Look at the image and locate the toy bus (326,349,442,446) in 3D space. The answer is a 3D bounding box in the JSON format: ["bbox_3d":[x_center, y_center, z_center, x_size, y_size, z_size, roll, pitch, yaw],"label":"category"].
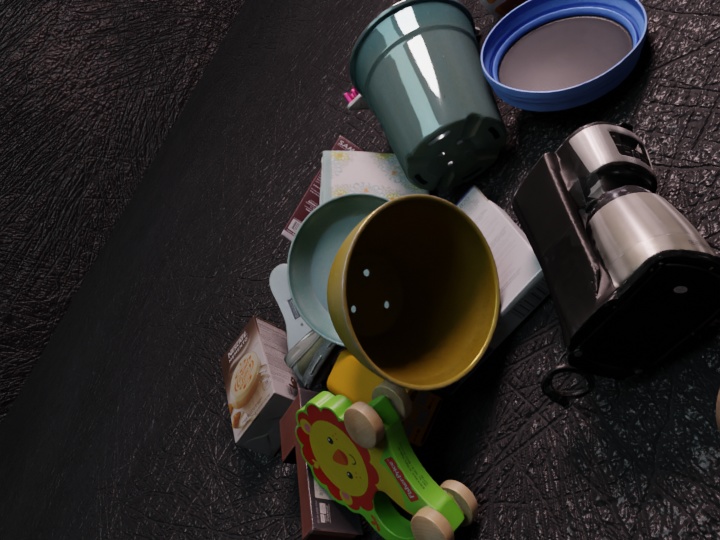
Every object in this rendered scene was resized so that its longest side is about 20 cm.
[{"bbox_3d":[0.020,0.157,0.775,0.199,0.078,0.066,17,80,57],"label":"toy bus"}]

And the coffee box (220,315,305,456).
[{"bbox_3d":[-0.164,0.189,1.004,0.115,0.079,0.201,-51,34,14],"label":"coffee box"}]

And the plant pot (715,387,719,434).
[{"bbox_3d":[0.307,0.110,0.339,0.202,0.199,0.175,-54,17,10],"label":"plant pot"}]

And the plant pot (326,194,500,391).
[{"bbox_3d":[0.037,0.027,0.682,0.141,0.198,0.203,-9,58,62],"label":"plant pot"}]

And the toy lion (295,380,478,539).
[{"bbox_3d":[0.009,0.224,0.675,0.202,0.068,0.192,55,137,7],"label":"toy lion"}]

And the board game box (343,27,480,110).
[{"bbox_3d":[0.085,-0.341,0.982,0.199,0.026,0.199,-37,-4,33],"label":"board game box"}]

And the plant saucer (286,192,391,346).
[{"bbox_3d":[0.000,0.000,0.796,0.202,0.198,0.036,-57,-10,6],"label":"plant saucer"}]

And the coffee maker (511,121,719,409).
[{"bbox_3d":[0.219,-0.014,0.571,0.191,0.134,0.202,-35,37,25],"label":"coffee maker"}]

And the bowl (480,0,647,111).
[{"bbox_3d":[0.253,-0.280,0.753,0.197,0.040,0.204,-14,51,18],"label":"bowl"}]

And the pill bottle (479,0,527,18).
[{"bbox_3d":[0.267,-0.470,0.873,0.198,0.111,0.114,-18,51,46],"label":"pill bottle"}]

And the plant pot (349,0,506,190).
[{"bbox_3d":[0.104,-0.237,0.843,0.199,0.198,0.199,-37,58,32],"label":"plant pot"}]

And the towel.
[{"bbox_3d":[0.022,-0.102,0.901,0.049,0.167,0.203,103,168,-53],"label":"towel"}]

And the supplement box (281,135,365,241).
[{"bbox_3d":[-0.064,-0.137,1.088,0.202,0.060,0.109,-58,2,3],"label":"supplement box"}]

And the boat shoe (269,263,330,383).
[{"bbox_3d":[-0.081,0.085,0.984,0.070,0.091,0.203,-26,72,20],"label":"boat shoe"}]

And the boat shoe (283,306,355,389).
[{"bbox_3d":[-0.029,0.094,0.871,0.201,0.074,0.065,-42,81,21],"label":"boat shoe"}]

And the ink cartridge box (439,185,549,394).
[{"bbox_3d":[0.132,0.018,0.760,0.200,0.040,0.201,-50,34,19],"label":"ink cartridge box"}]

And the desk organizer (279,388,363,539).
[{"bbox_3d":[-0.059,0.268,0.799,0.077,0.071,0.202,-55,31,33],"label":"desk organizer"}]
